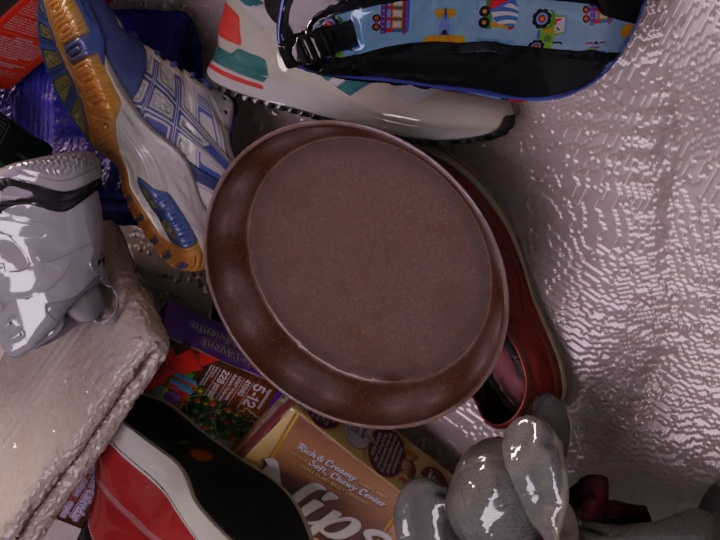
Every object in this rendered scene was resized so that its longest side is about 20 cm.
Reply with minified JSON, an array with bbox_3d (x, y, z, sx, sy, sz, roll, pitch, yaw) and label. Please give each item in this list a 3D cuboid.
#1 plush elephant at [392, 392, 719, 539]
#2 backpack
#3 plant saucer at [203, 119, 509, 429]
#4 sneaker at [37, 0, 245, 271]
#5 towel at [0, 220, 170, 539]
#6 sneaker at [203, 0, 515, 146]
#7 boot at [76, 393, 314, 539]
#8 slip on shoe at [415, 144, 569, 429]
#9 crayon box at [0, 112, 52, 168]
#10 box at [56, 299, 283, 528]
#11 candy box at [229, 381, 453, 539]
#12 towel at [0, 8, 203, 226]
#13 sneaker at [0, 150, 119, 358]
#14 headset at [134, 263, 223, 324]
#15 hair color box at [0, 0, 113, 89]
[{"bbox_3d":[0.113,0.148,1.015,0.164,0.200,0.155,-24,101,43],"label":"plush elephant"},{"bbox_3d":[0.057,-0.189,0.944,0.198,0.135,0.184,8,109,-11],"label":"backpack"},{"bbox_3d":[0.000,0.000,1.036,0.199,0.034,0.202,10,117,21],"label":"plant saucer"},{"bbox_3d":[-0.127,-0.102,1.083,0.075,0.088,0.201,1,122,62],"label":"sneaker"},{"bbox_3d":[-0.196,0.080,1.127,0.200,0.034,0.133,-53,41,19],"label":"towel"},{"bbox_3d":[0.002,-0.136,1.041,0.199,0.070,0.094,16,103,19],"label":"sneaker"},{"bbox_3d":[-0.111,0.188,1.100,0.200,0.072,0.145,34,117,40],"label":"boot"},{"bbox_3d":[0.064,0.008,1.069,0.074,0.061,0.201,-23,95,37],"label":"slip on shoe"},{"bbox_3d":[-0.314,-0.042,1.158,0.125,0.052,0.200,35,124,-16],"label":"crayon box"},{"bbox_3d":[-0.116,0.124,1.200,0.136,0.039,0.200,24,126,-16],"label":"box"},{"bbox_3d":[0.006,0.168,1.140,0.200,0.055,0.115,39,123,-7],"label":"candy box"},{"bbox_3d":[-0.199,-0.103,1.170,0.199,0.049,0.149,3,96,30],"label":"towel"},{"bbox_3d":[-0.246,0.000,1.077,0.199,0.075,0.116,-13,95,11],"label":"sneaker"},{"bbox_3d":[-0.182,0.035,1.208,0.199,0.094,0.124,-31,92,25],"label":"headset"},{"bbox_3d":[-0.198,-0.213,1.107,0.200,0.061,0.102,-33,62,32],"label":"hair color box"}]
